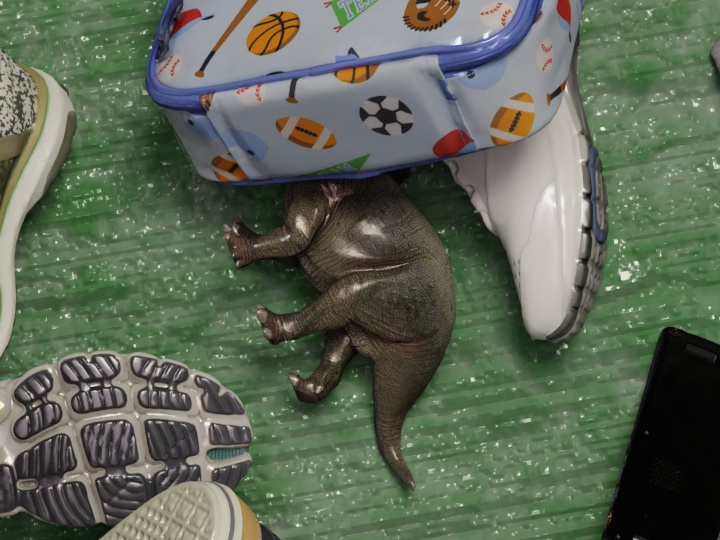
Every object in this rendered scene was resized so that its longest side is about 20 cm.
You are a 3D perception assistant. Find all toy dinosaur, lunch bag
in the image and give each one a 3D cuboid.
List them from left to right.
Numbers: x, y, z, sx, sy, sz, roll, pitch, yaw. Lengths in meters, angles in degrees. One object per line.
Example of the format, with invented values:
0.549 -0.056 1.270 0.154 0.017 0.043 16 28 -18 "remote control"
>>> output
0.000 0.000 1.059 0.102 0.077 0.201 -23 80 3 "toy dinosaur"
0.001 -0.121 1.029 0.198 0.076 0.161 -4 50 23 "lunch bag"

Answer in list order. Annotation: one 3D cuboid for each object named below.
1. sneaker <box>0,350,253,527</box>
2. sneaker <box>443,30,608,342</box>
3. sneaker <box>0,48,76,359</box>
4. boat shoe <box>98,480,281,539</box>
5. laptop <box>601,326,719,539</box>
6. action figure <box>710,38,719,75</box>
-0.147 0.075 1.043 0.198 0.080 0.078 -3 92 2 "sneaker"
0.068 -0.062 1.081 0.086 0.075 0.202 -11 75 10 "sneaker"
-0.194 -0.028 1.025 0.076 0.089 0.201 -4 55 23 "sneaker"
-0.112 0.156 1.012 0.199 0.062 0.075 -32 47 29 "boat shoe"
0.191 0.163 1.072 0.186 0.116 0.201 21 53 2 "laptop"
0.203 -0.211 1.082 0.193 0.105 0.201 -40 109 -11 "action figure"
